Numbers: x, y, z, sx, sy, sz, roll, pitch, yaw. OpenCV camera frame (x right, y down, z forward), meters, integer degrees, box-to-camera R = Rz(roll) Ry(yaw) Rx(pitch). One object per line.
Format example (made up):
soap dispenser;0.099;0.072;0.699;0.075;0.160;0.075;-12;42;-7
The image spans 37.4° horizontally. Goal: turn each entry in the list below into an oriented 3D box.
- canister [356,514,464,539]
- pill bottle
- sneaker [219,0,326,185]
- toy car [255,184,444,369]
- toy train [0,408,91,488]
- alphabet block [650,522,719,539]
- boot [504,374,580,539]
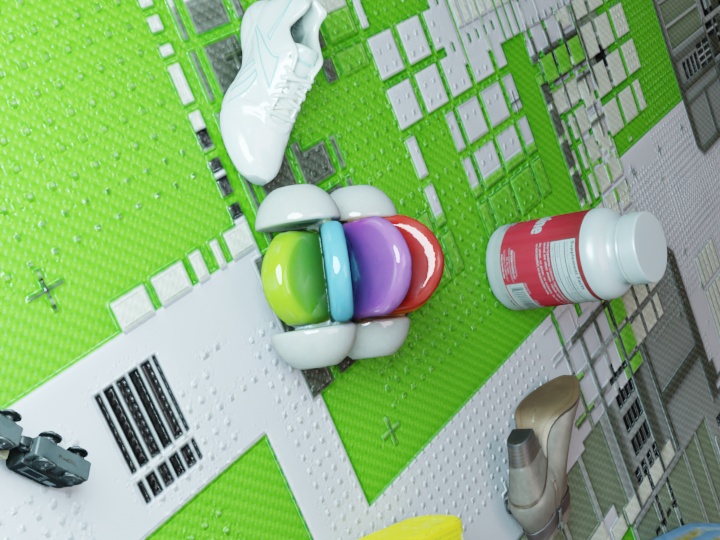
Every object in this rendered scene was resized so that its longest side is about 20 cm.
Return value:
canister;0.061;0.364;1.082;0.148;0.086;0.200;-6;86;-50
pill bottle;0.263;-0.015;1.299;0.112;0.200;0.113;12;74;-48
sneaker;-0.082;-0.181;1.028;0.070;0.080;0.201;24;67;-46
toy car;0.000;0.000;1.031;0.200;0.150;0.175;-4;86;-49
toy train;-0.280;0.110;0.769;0.200;0.046;0.034;42;38;-39
alphabet block;0.530;0.480;1.517;0.195;0.196;0.200;-3;85;-48
boot;0.237;0.240;1.332;0.200;0.070;0.146;-37;116;-45
